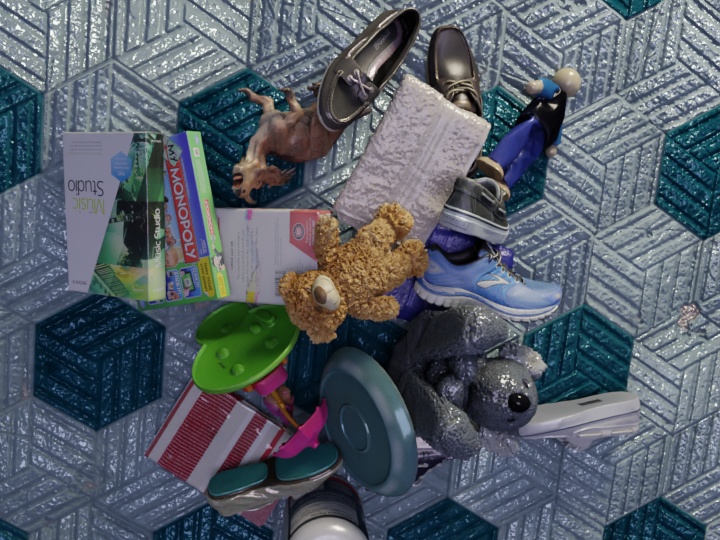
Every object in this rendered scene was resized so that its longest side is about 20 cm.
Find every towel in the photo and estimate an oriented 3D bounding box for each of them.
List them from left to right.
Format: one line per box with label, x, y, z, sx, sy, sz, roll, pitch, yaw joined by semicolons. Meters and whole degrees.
towel;-0.184;0.253;0.924;0.198;0.023;0.146;34;95;-8
towel;0.062;-0.127;0.829;0.131;0.035;0.203;27;102;-10
towel;0.100;0.006;0.910;0.196;0.050;0.151;20;102;-9

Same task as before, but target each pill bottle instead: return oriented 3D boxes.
pill bottle;-0.045;0.367;0.865;0.116;0.200;0.123;-1;99;-6

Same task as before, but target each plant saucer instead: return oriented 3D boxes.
plant saucer;0.000;0.201;0.853;0.027;0.198;0.205;-17;101;-34

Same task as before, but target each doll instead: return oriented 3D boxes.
doll;0.232;-0.193;0.869;0.201;0.048;0.137;-50;139;-15

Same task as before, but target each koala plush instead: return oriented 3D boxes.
koala plush;0.153;0.149;0.858;0.196;0.183;0.182;19;83;-25

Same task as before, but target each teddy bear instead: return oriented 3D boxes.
teddy bear;0.000;0.000;0.784;0.196;0.066;0.149;-15;102;-26

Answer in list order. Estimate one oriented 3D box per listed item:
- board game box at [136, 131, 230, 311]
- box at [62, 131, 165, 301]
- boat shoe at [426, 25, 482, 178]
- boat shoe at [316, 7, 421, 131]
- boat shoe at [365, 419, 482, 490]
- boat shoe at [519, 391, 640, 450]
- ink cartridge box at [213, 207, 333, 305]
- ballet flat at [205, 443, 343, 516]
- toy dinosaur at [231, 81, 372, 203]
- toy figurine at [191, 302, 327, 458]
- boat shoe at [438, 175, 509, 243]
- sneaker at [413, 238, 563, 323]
board game box;-0.241;-0.058;0.827;0.132;0.029;0.205;-9;93;27
box;-0.309;-0.069;0.822;0.141;0.036;0.206;5;100;26
boat shoe;0.133;-0.221;0.864;0.073;0.073;0.205;-12;99;-5
boat shoe;0.012;-0.257;0.809;0.067;0.056;0.202;44;62;-25
boat shoe;0.088;0.262;0.938;0.195;0.075;0.095;0;112;-4
boat shoe;0.315;0.227;0.949;0.195;0.074;0.067;-9;95;-4
ink cartridge box;-0.136;-0.021;0.848;0.195;0.067;0.120;4;98;14
ballet flat;-0.113;0.288;0.900;0.195;0.068;0.063;-14;122;5
toy dinosaur;-0.083;-0.167;0.848;0.196;0.086;0.139;-11;110;-21
toy figurine;-0.121;0.156;0.863;0.149;0.199;0.187;-37;121;-19
boat shoe;0.156;-0.079;0.828;0.071;0.199;0.072;25;101;18
sneaker;0.172;0.009;0.851;0.195;0.079;0.091;10;104;-7
